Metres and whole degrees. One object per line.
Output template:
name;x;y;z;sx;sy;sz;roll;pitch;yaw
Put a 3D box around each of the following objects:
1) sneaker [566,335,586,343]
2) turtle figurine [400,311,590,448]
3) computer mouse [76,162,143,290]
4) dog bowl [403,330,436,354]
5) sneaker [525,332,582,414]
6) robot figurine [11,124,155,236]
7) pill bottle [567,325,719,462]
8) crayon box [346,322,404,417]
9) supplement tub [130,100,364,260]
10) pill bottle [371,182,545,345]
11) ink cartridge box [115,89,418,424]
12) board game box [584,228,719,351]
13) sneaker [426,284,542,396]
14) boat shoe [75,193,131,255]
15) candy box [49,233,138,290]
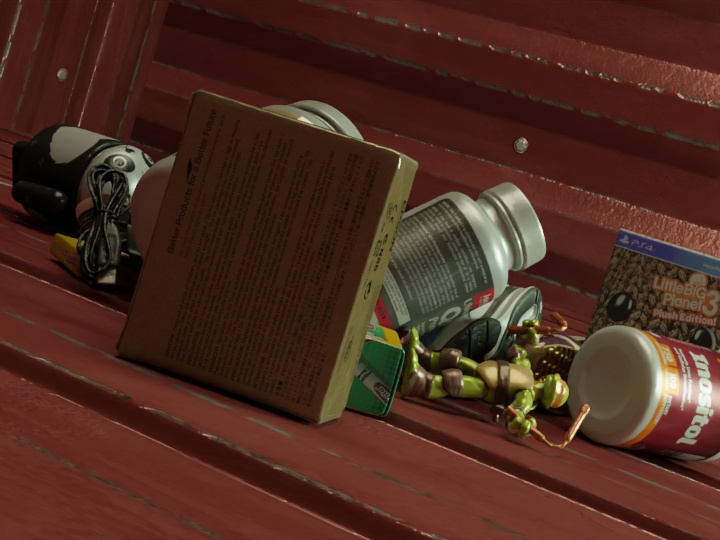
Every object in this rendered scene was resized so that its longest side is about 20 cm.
sneaker;0.197;0.093;1.731;0.093;0.071;0.199;27;11;32
turtle figurine;0.119;0.094;1.355;0.160;0.065;0.201;11;35;0
computer mouse;-0.166;-0.017;1.416;0.199;0.139;0.053;28;-45;-34
dog bowl;0.030;0.060;1.637;0.111;0.050;0.199;13;5;-46
sneaker;0.198;0.101;1.577;0.090;0.075;0.200;34;4;35
robot figurine;-0.329;-0.106;1.809;0.199;0.151;0.125;19;-25;33
pill bottle;0.304;0.124;1.470;0.199;0.114;0.113;14;5;-37
crayon box;-0.067;0.054;1.223;0.198;0.059;0.119;17;4;-2
supplement tub;-0.093;-0.063;1.369;0.145;0.147;0.200;19;35;30
pill bottle;0.069;-0.006;1.421;0.199;0.111;0.111;-26;16;-12
ink cartridge box;-0.066;-0.010;1.100;0.164;0.202;0.075;19;4;13
board game box;0.342;0.076;1.666;0.159;0.202;0.097;19;4;37
sneaker;0.087;0.061;1.496;0.115;0.076;0.200;13;25;31
boat shoe;-0.195;-0.019;1.488;0.072;0.063;0.199;-30;-30;31
candy box;-0.205;0.006;1.527;0.199;0.027;0.102;15;4;-29
